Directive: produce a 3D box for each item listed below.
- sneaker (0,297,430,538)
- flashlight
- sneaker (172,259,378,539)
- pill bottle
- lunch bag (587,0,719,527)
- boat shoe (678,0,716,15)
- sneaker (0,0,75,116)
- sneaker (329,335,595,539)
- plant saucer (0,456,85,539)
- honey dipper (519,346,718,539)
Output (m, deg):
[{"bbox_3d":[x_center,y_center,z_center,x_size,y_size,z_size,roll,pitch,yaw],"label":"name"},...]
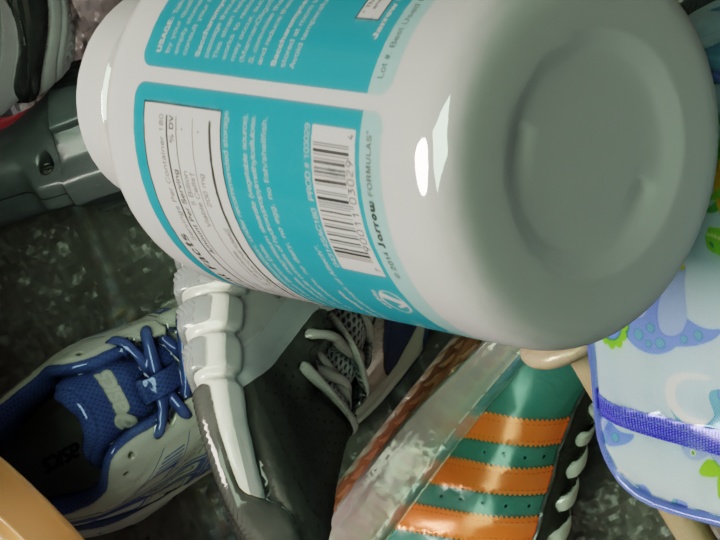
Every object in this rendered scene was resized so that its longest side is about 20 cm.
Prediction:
[{"bbox_3d":[-0.062,0.044,1.002,0.200,0.088,0.075,-35,79,20],"label":"sneaker"},{"bbox_3d":[-0.156,-0.037,1.052,0.199,0.068,0.068,-16,84,18],"label":"flashlight"},{"bbox_3d":[0.000,0.000,0.927,0.115,0.075,0.201,-13,56,4],"label":"sneaker"},{"bbox_3d":[0.000,-0.044,0.831,0.200,0.110,0.111,12,100,50],"label":"pill bottle"},{"bbox_3d":[0.159,0.011,0.824,0.199,0.082,0.161,16,119,37],"label":"lunch bag"},{"bbox_3d":[0.154,-0.095,0.913,0.199,0.076,0.061,-10,90,12],"label":"boat shoe"},{"bbox_3d":[-0.175,-0.106,0.930,0.075,0.115,0.200,13,143,39],"label":"sneaker"},{"bbox_3d":[0.049,0.069,0.974,0.080,0.071,0.200,38,102,-5],"label":"sneaker"},{"bbox_3d":[-0.132,0.126,0.998,0.200,0.032,0.201,35,149,25],"label":"plant saucer"},{"bbox_3d":[0.095,0.065,0.928,0.038,0.038,0.200,-22,112,23],"label":"honey dipper"}]
